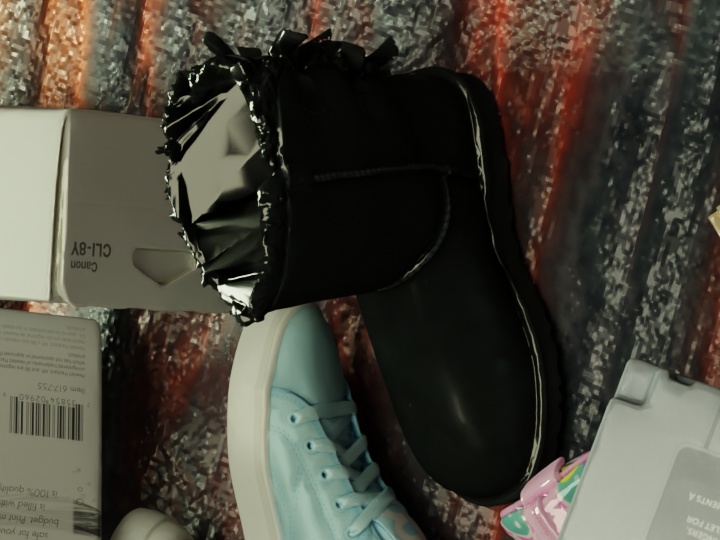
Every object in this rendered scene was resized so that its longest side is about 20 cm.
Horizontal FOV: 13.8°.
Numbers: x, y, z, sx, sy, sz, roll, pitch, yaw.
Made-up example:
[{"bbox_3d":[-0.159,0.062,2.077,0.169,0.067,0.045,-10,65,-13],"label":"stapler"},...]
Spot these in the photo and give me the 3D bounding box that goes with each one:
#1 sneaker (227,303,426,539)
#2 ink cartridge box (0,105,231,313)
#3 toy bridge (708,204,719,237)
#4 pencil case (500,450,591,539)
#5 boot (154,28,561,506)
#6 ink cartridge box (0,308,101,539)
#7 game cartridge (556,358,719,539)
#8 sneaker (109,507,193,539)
[{"bbox_3d":[-0.002,0.108,1.253,0.082,0.074,0.201,-4,96,26],"label":"sneaker"},{"bbox_3d":[-0.161,-0.030,1.311,0.199,0.145,0.084,5,91,34],"label":"ink cartridge box"},{"bbox_3d":[0.187,0.060,1.126,0.067,0.027,0.200,-33,70,8],"label":"toy bridge"},{"bbox_3d":[0.128,0.162,1.148,0.087,0.087,0.201,-34,71,30],"label":"pencil case"},{"bbox_3d":[0.001,0.000,1.187,0.073,0.162,0.199,-13,83,35],"label":"boot"},{"bbox_3d":[-0.174,0.119,1.274,0.068,0.115,0.201,136,137,-59],"label":"ink cartridge box"},{"bbox_3d":[0.167,0.126,1.085,0.199,0.040,0.134,21,82,18],"label":"game cartridge"},{"bbox_3d":[-0.062,0.209,1.296,0.115,0.074,0.201,8,98,27],"label":"sneaker"}]
